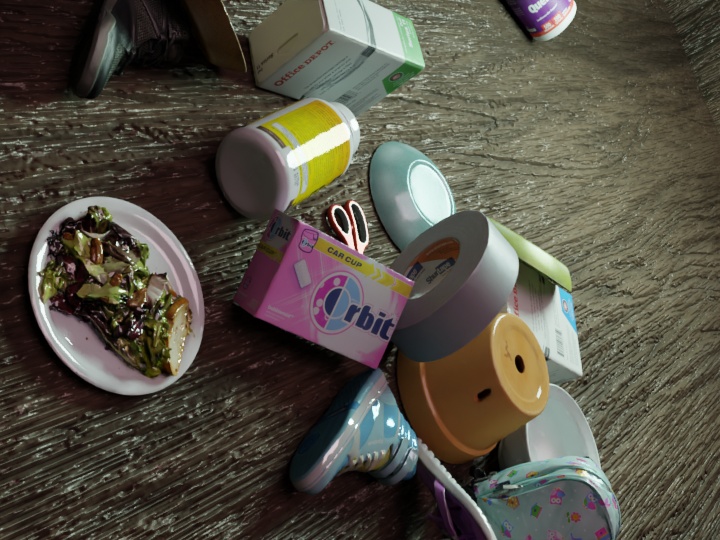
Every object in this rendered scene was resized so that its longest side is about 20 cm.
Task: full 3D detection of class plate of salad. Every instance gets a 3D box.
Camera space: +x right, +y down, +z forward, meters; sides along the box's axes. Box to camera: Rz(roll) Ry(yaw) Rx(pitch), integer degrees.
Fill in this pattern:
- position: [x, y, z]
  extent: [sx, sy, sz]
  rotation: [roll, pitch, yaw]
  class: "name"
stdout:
- position: [-0.227, 0.019, 0.842]
  extent: [0.198, 0.047, 0.205]
  rotation: [26, 54, -40]
  class: "plate of salad"

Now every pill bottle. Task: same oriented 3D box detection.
- position: [0.358, -0.590, 1.805]
  extent: [0.200, 0.111, 0.114]
  rotation: [42, 43, -26]
  class: "pill bottle"
- position: [-0.080, -0.144, 1.052]
  extent: [0.111, 0.108, 0.199]
  rotation: [60, 39, -7]
  class: "pill bottle"

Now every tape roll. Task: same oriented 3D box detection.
- position: [0.107, 0.018, 1.116]
  extent: [0.066, 0.198, 0.203]
  rotation: [43, 43, -23]
  class: "tape roll"

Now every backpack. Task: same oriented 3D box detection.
- position: [0.232, 0.321, 1.092]
  extent: [0.127, 0.196, 0.170]
  rotation: [-35, 102, -77]
  class: "backpack"

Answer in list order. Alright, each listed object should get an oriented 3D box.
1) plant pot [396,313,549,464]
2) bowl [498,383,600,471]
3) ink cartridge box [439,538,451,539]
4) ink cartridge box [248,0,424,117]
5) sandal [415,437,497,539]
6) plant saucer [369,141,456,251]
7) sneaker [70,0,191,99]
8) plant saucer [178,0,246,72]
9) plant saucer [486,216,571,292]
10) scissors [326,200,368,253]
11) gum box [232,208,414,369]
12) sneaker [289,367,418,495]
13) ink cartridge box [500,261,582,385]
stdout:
- position: [0.163, 0.146, 1.164]
  extent: [0.198, 0.138, 0.205]
  rotation: [26, 53, -40]
  class: "plant pot"
- position: [0.264, 0.276, 1.254]
  extent: [0.199, 0.089, 0.206]
  rotation: [27, 52, -39]
  class: "bowl"
- position: [0.100, 0.435, 0.981]
  extent: [0.146, 0.083, 0.203]
  rotation: [42, 43, -28]
  class: "ink cartridge box"
- position: [-0.032, -0.294, 1.158]
  extent: [0.198, 0.145, 0.085]
  rotation: [6, 64, -49]
  class: "ink cartridge box"
- position: [0.100, 0.284, 1.026]
  extent: [0.049, 0.203, 0.084]
  rotation: [-27, 126, -13]
  class: "sandal"
- position: [0.094, -0.108, 1.296]
  extent: [0.199, 0.038, 0.205]
  rotation: [27, 51, -39]
  class: "plant saucer"
- position: [-0.244, -0.249, 0.939]
  extent: [0.113, 0.076, 0.203]
  rotation: [32, 43, -27]
  class: "sneaker"
- position: [-0.193, -0.316, 0.993]
  extent: [0.203, 0.035, 0.201]
  rotation: [61, -7, 13]
  class: "plant saucer"
- position: [0.250, -0.032, 1.343]
  extent: [0.198, 0.199, 0.031]
  rotation: [29, 95, -38]
  class: "plant saucer"
- position: [0.000, 0.000, 1.148]
  extent: [0.072, 0.014, 0.205]
  rotation: [2, 68, -51]
  class: "scissors"
- position: [-0.035, 0.027, 1.002]
  extent: [0.198, 0.066, 0.116]
  rotation: [27, 89, -36]
  class: "gum box"
- position: [0.006, 0.216, 0.990]
  extent: [0.132, 0.079, 0.200]
  rotation: [55, 40, -11]
  class: "sneaker"
- position: [0.256, 0.081, 1.351]
  extent: [0.198, 0.083, 0.149]
  rotation: [28, 51, -37]
  class: "ink cartridge box"
